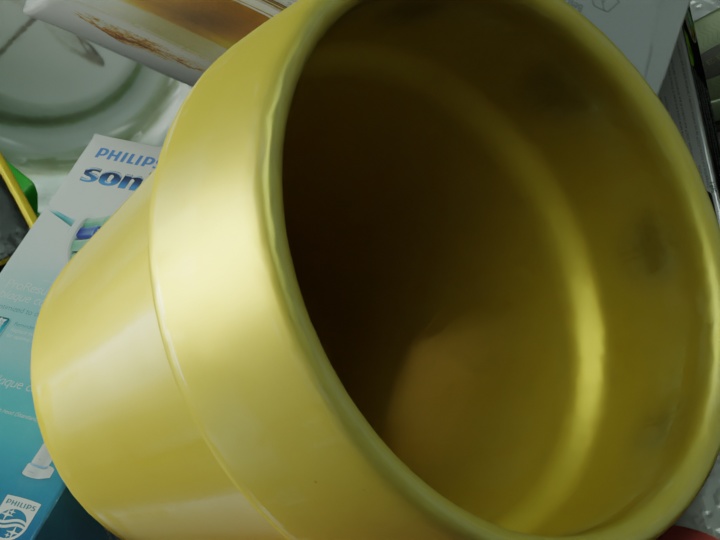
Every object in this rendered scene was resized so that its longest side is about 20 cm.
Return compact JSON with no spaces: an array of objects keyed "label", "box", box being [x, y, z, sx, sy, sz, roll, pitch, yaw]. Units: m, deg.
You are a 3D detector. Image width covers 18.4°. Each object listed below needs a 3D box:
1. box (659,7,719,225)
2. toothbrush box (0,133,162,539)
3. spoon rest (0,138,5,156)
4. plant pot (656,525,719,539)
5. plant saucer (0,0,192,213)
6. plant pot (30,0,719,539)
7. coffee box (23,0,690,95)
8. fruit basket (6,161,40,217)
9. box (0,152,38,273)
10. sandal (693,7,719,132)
[{"label":"box","box":[0.097,-0.077,0.985,0.110,0.035,0.200,-15,66,16]},{"label":"toothbrush box","box":[-0.099,0.068,0.890,0.085,0.146,0.200,13,54,24]},{"label":"spoon rest","box":[-0.265,-0.077,1.130,0.200,0.061,0.099,1,48,16]},{"label":"plant pot","box":[0.068,0.186,0.714,0.177,0.200,0.200,-32,47,-28]},{"label":"plant saucer","box":[-0.153,-0.117,1.043,0.200,0.200,0.050,-8,31,9]},{"label":"plant pot","box":[-0.009,0.020,0.750,0.189,0.201,0.201,-25,33,45]},{"label":"coffee box","box":[0.013,-0.164,0.878,0.198,0.200,0.200,-8,61,66]},{"label":"fruit basket","box":[-0.262,0.004,0.987,0.216,0.156,0.216,-3,51,4]},{"label":"box","box":[-0.251,-0.027,0.905,0.200,0.049,0.160,-23,69,-20]},{"label":"sandal","box":[0.217,-0.133,1.043,0.201,0.057,0.080,-31,43,-10]}]
